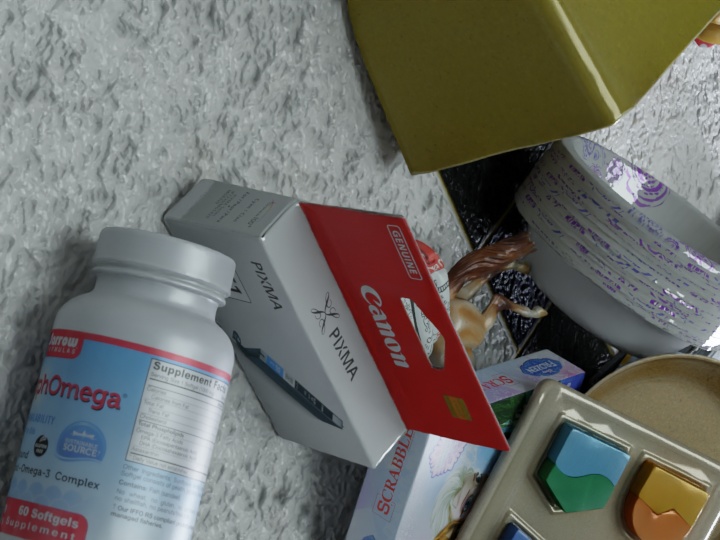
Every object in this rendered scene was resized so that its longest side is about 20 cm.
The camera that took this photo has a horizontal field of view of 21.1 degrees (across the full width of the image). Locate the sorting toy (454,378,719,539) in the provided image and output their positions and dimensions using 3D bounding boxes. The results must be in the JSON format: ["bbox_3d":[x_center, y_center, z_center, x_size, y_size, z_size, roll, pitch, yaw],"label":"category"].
[{"bbox_3d":[0.167,0.196,1.398,0.200,0.036,0.185,26,93,-25],"label":"sorting toy"}]

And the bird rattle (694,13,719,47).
[{"bbox_3d":[0.278,-0.215,1.585,0.200,0.163,0.113,19,98,-42],"label":"bird rattle"}]

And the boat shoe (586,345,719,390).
[{"bbox_3d":[0.255,0.069,1.661,0.200,0.070,0.066,-38,125,-34],"label":"boat shoe"}]

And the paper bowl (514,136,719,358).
[{"bbox_3d":[0.206,-0.009,1.492,0.201,0.201,0.104,13,118,-52],"label":"paper bowl"}]

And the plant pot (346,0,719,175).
[{"bbox_3d":[0.102,-0.213,1.335,0.194,0.195,0.200,-46,112,-38],"label":"plant pot"}]

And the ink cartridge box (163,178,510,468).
[{"bbox_3d":[-0.015,0.041,1.214,0.045,0.176,0.200,-47,129,-29],"label":"ink cartridge box"}]

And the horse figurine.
[{"bbox_3d":[0.081,0.065,1.436,0.132,0.050,0.200,-12,114,-36],"label":"horse figurine"}]

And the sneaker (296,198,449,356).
[{"bbox_3d":[-0.001,0.000,1.321,0.108,0.067,0.201,-56,137,-33],"label":"sneaker"}]

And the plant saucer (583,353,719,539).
[{"bbox_3d":[0.226,0.157,1.458,0.200,0.035,0.200,-2,100,-13],"label":"plant saucer"}]

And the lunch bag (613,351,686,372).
[{"bbox_3d":[0.265,0.179,1.553,0.200,0.127,0.170,42,86,-21],"label":"lunch bag"}]

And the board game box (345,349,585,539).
[{"bbox_3d":[0.067,0.167,1.392,0.199,0.041,0.200,-13,125,-51],"label":"board game box"}]

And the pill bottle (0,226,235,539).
[{"bbox_3d":[-0.136,0.082,1.123,0.109,0.109,0.200,25,75,-51],"label":"pill bottle"}]
